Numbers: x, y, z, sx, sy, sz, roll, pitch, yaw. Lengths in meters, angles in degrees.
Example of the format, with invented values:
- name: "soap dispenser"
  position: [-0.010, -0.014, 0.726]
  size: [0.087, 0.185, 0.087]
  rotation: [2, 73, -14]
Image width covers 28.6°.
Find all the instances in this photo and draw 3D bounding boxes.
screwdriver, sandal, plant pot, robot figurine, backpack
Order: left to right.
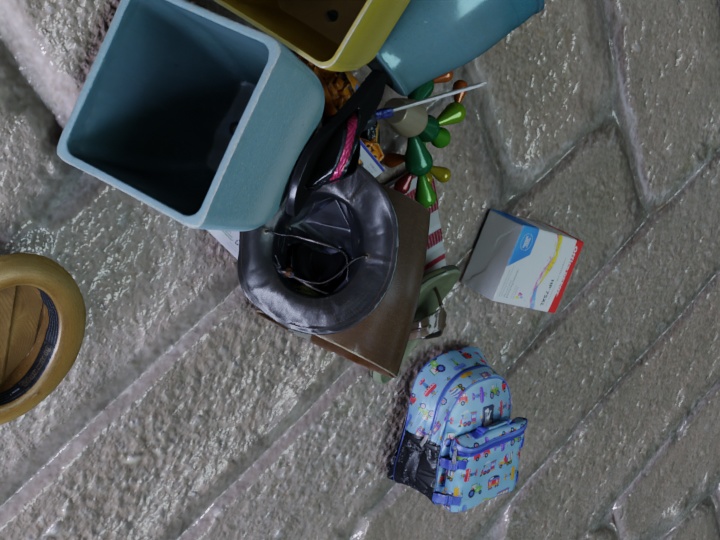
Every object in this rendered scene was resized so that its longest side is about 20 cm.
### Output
- name: "plant pot"
  position: [-0.148, -0.153, 1.450]
  size: [0.200, 0.196, 0.196]
  rotation: [15, 101, -64]
- name: "robot figurine"
  position: [-0.040, -0.163, 1.645]
  size: [0.145, 0.058, 0.200]
  rotation: [-48, 138, -11]
- name: "plant pot"
  position: [-0.033, -0.318, 1.439]
  size: [0.200, 0.200, 0.176]
  rotation: [-58, 164, 5]
- name: "sandal"
  position: [-0.016, -0.135, 1.510]
  size: [0.200, 0.045, 0.075]
  rotation: [-54, 166, -26]
- name: "plant pot"
  position: [0.000, 0.000, 1.699]
  size: [0.187, 0.187, 0.200]
  rotation: [32, 80, -49]
- name: "screwdriver"
  position: [0.053, -0.184, 1.606]
  size: [0.200, 0.029, 0.028]
  rotation: [-13, 154, -9]
- name: "sandal"
  position: [0.082, 0.076, 1.875]
  size: [0.080, 0.057, 0.201]
  rotation: [-6, 130, -52]
- name: "plant pot"
  position: [0.072, -0.306, 1.593]
  size: [0.188, 0.200, 0.200]
  rotation: [-43, 138, 0]
- name: "backpack"
  position: [0.147, 0.217, 1.997]
  size: [0.182, 0.134, 0.200]
  rotation: [-8, 114, -44]

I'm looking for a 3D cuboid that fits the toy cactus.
- name: "toy cactus"
  position: [0.064, -0.181, 1.702]
  size: [0.165, 0.102, 0.200]
  rotation: [14, 87, -67]

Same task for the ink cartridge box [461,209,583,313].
- name: "ink cartridge box"
  position: [0.244, -0.009, 2.018]
  size: [0.200, 0.067, 0.116]
  rotation: [11, 104, -49]

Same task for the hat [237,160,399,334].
- name: "hat"
  position: [-0.042, -0.030, 1.585]
  size: [0.081, 0.200, 0.201]
  rotation: [-12, 126, -80]

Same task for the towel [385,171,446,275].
- name: "towel"
  position: [0.048, -0.029, 1.841]
  size: [0.144, 0.023, 0.200]
  rotation: [-32, 131, -28]

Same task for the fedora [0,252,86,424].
- name: "fedora"
  position: [-0.373, 0.061, 1.413]
  size: [0.200, 0.082, 0.201]
  rotation: [-27, 134, -31]

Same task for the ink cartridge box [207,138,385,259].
- name: "ink cartridge box"
  position: [-0.077, -0.089, 1.611]
  size: [0.200, 0.037, 0.095]
  rotation: [-35, 136, 8]
